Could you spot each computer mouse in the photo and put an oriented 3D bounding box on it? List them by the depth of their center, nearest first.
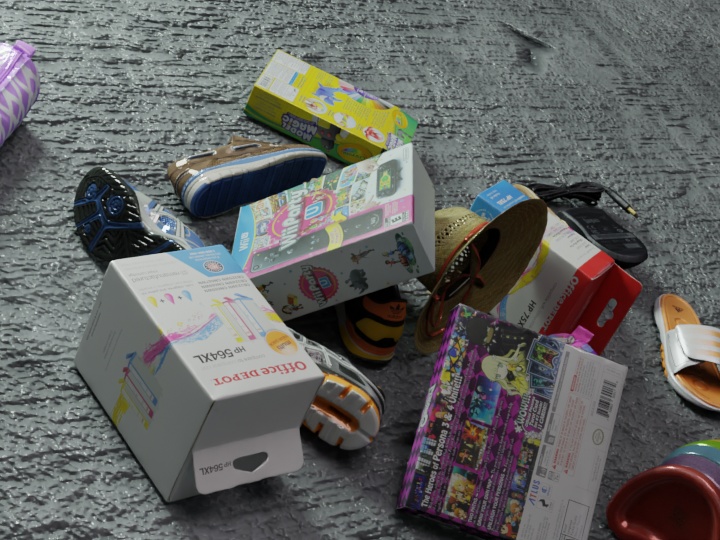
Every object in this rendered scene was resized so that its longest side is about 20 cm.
[{"bbox_3d":[0.305,-0.050,1.860,0.140,0.046,0.200,-6,34,-34],"label":"computer mouse"}]

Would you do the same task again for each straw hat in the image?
[{"bbox_3d":[0.097,-0.018,1.536,0.085,0.202,0.200,40,36,24],"label":"straw hat"}]

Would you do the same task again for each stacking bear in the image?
[{"bbox_3d":[0.354,0.220,1.476,0.121,0.114,0.199,42,32,22],"label":"stacking bear"}]

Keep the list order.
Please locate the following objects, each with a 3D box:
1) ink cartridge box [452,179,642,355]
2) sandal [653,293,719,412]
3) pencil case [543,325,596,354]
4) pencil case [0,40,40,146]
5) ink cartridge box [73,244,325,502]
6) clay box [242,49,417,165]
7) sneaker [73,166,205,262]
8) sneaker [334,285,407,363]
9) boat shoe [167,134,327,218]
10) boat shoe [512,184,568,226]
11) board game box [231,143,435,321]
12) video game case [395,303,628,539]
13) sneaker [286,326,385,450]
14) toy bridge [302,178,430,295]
[{"bbox_3d":[0.197,0.008,1.638,0.200,0.117,0.067,38,34,17],"label":"ink cartridge box"},{"bbox_3d":[0.390,0.080,1.725,0.079,0.059,0.207,15,35,-17],"label":"sandal"},{"bbox_3d":[0.166,0.121,1.496,0.088,0.089,0.199,41,37,21],"label":"pencil case"},{"bbox_3d":[-0.389,-0.158,1.488,0.083,0.086,0.200,25,33,-7],"label":"pencil case"},{"bbox_3d":[-0.135,0.094,1.285,0.128,0.126,0.200,-10,47,-42],"label":"ink cartridge box"},{"bbox_3d":[-0.033,-0.189,1.807,0.199,0.048,0.115,27,33,-2],"label":"clay box"},{"bbox_3d":[-0.210,-0.027,1.463,0.200,0.076,0.077,45,15,25],"label":"sneaker"},{"bbox_3d":[0.000,0.000,1.536,0.070,0.090,0.201,4,39,-30],"label":"sneaker"},{"bbox_3d":[-0.123,-0.116,1.626,0.199,0.073,0.072,-13,49,-44],"label":"boat shoe"},{"bbox_3d":[0.225,-0.023,1.751,0.069,0.074,0.201,18,32,-36],"label":"boat shoe"},{"bbox_3d":[-0.027,-0.034,1.480,0.148,0.199,0.064,-87,152,-55],"label":"board game box"},{"bbox_3d":[0.144,0.155,1.379,0.180,0.036,0.201,20,72,-10],"label":"video game case"},{"bbox_3d":[-0.061,0.094,1.394,0.200,0.079,0.077,37,21,9],"label":"sneaker"},{"bbox_3d":[0.018,-0.033,1.587,0.200,0.027,0.067,37,-3,-10],"label":"toy bridge"}]
